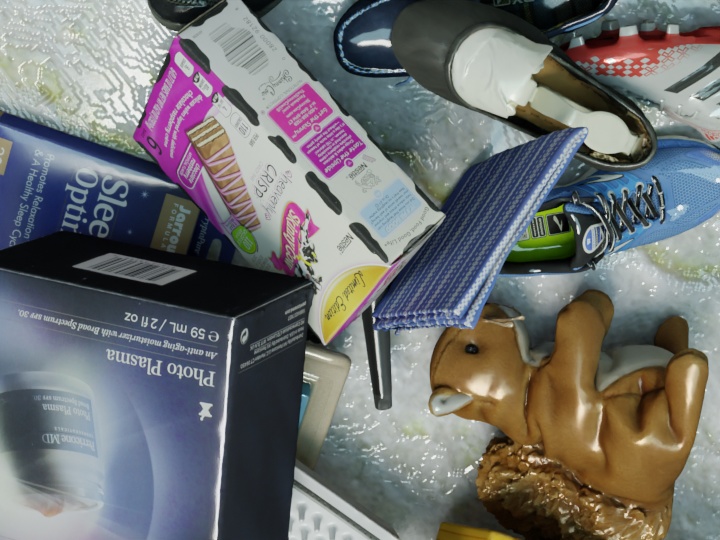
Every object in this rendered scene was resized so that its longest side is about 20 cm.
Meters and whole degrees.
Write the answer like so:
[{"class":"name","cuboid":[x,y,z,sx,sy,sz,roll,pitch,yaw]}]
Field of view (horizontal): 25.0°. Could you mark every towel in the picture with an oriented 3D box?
[{"class":"towel","cuboid":[0.074,-0.020,1.054,0.024,0.200,0.146,35,79,-10]}]

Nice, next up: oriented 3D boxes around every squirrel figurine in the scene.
[{"class":"squirrel figurine","cuboid":[0.136,0.112,1.161,0.184,0.142,0.202,9,107,3]}]

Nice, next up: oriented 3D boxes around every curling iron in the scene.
[{"class":"curling iron","cuboid":[0.000,0.000,1.146,0.049,0.026,0.202,-7,102,30]}]

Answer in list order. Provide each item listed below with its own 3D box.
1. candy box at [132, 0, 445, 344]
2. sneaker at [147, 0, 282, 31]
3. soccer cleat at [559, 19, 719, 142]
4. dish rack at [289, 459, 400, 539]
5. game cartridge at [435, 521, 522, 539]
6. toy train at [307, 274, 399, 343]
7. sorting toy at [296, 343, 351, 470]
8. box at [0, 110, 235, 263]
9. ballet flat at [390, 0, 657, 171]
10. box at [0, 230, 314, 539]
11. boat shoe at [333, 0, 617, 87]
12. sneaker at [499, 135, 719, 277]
[{"class":"candy box","cuboid":[-0.052,-0.063,1.067,0.200,0.137,0.061,46,59,4]},{"class":"sneaker","cuboid":[-0.054,-0.223,1.044,0.197,0.114,0.077,-18,70,5]},{"class":"soccer cleat","cuboid":[0.220,-0.129,1.110,0.197,0.069,0.086,-4,103,-4]},{"class":"dish rack","cuboid":[-0.078,0.199,1.188,0.199,0.044,0.172,37,114,-18]},{"class":"game cartridge","cuboid":[0.162,0.225,1.182,0.198,0.176,0.033,21,80,-8]},{"class":"toy train","cuboid":[-0.031,0.025,1.179,0.199,0.034,0.046,-35,104,11]},{"class":"sorting toy","cuboid":[-0.119,0.116,1.184,0.183,0.037,0.201,16,124,-6]},{"class":"box","cuboid":[-0.189,-0.027,1.162,0.198,0.032,0.122,17,108,-7]},{"class":"ballet flat","cuboid":[0.114,-0.119,1.046,0.198,0.068,0.069,22,101,-21]},{"class":"box","cuboid":[-0.148,0.096,1.060,0.198,0.123,0.201,10,105,21]},{"class":"boat shoe","cuboid":[0.075,-0.178,1.090,0.198,0.069,0.085,-19,108,6]},{"class":"sneaker","cuboid":[0.169,-0.033,1.131,0.198,0.089,0.079,-18,110,6]}]
